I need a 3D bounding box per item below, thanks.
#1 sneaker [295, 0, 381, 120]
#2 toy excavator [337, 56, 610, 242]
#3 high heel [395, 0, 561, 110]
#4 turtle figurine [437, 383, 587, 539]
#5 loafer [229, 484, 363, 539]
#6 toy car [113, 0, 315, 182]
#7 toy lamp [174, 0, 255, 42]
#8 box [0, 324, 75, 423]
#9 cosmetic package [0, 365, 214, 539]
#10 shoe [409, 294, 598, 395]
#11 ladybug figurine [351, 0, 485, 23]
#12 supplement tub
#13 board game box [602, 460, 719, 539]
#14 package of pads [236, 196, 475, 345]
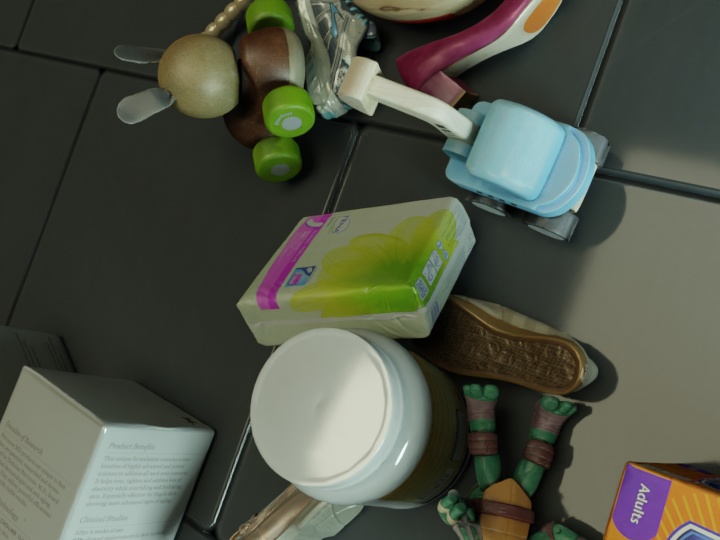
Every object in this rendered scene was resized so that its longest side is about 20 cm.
[{"bbox_3d":[-0.019,-0.275,0.878,0.086,0.078,0.200,-12,78,16],"label":"sneaker"},{"bbox_3d":[0.102,-0.120,0.676,0.194,0.200,0.100,26,92,34],"label":"toy excavator"},{"bbox_3d":[0.123,-0.254,0.778,0.096,0.067,0.200,51,119,20],"label":"high heel"},{"bbox_3d":[0.122,0.202,0.634,0.101,0.150,0.200,144,139,-61],"label":"turtle figurine"},{"bbox_3d":[-0.082,0.266,0.783,0.200,0.072,0.063,-40,44,11],"label":"loafer"},{"bbox_3d":[-0.168,-0.201,0.845,0.158,0.200,0.164,115,146,-56],"label":"toy car"},{"bbox_3d":[-0.153,-0.341,0.979,0.200,0.058,0.058,-38,61,22],"label":"toy lamp"},{"bbox_3d":[-0.482,0.204,0.977,0.199,0.171,0.200,-45,59,14],"label":"box"},{"bbox_3d":[-0.305,0.237,0.862,0.166,0.167,0.200,21,89,34],"label":"cosmetic package"},{"bbox_3d":[0.125,0.068,0.708,0.200,0.053,0.070,19,103,39],"label":"shoe"},{"bbox_3d":[0.066,-0.324,0.822,0.200,0.072,0.136,17,81,31],"label":"ladybug figurine"},{"bbox_3d":[0.007,0.131,0.663,0.144,0.200,0.145,-8,70,21],"label":"supplement tub"},{"bbox_3d":[0.260,0.252,0.484,0.200,0.200,0.200,15,86,33],"label":"board game box"},{"bbox_3d":[0.000,0.000,0.749,0.200,0.068,0.155,-5,34,32],"label":"package of pads"}]
